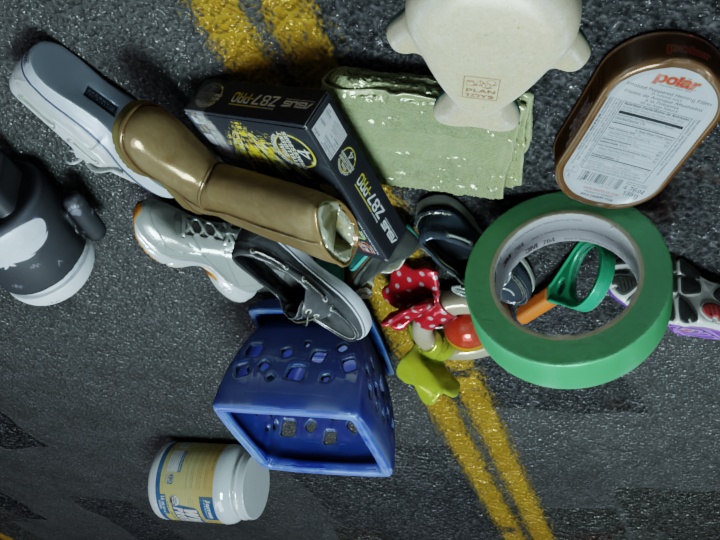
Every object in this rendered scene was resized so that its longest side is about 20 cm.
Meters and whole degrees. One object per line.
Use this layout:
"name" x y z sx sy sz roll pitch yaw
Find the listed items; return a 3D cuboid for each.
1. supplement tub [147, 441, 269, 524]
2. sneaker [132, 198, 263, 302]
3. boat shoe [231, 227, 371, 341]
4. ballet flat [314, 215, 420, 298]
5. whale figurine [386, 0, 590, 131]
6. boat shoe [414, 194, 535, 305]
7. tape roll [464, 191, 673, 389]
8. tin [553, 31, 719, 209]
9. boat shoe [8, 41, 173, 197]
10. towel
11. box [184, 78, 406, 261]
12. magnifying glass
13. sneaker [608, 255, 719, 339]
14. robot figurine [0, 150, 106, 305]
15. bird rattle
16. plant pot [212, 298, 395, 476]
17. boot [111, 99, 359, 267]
"supplement tub" -0.286 0.402 1.611 0.196 0.147 0.145 -2 145 19
"sneaker" -0.172 -0.038 0.996 0.091 0.077 0.199 -25 141 32
"boat shoe" -0.067 0.025 0.946 0.069 0.067 0.200 -13 129 43
"ballet flat" 0.000 0.000 0.998 0.068 0.069 0.199 19 147 -29
"whale figurine" 0.100 -0.189 0.658 0.156 0.105 0.201 7 156 7
"boat shoe" 0.131 -0.007 0.949 0.074 0.063 0.200 -17 138 33
"tape roll" 0.203 0.015 0.833 0.197 0.203 0.048 -2 145 18
"tin" 0.247 -0.126 0.762 0.110 0.042 0.201 10 147 -6
"boat shoe" -0.269 -0.136 0.862 0.085 0.076 0.201 -21 133 39
"towel" 0.063 -0.130 0.809 0.196 0.037 0.149 6 148 6
"box" -0.060 -0.098 0.838 0.159 0.049 0.201 18 155 36
"magnifying glass" 0.230 0.022 0.966 0.022 0.081 0.200 14 157 -13
"sneaker" 0.355 0.044 0.951 0.197 0.082 0.083 20 152 -14
"robot figurine" -0.394 -0.047 0.991 0.149 0.126 0.201 22 154 29
"bird rattle" 0.109 0.062 1.065 0.160 0.114 0.202 -6 132 4
"plant pot" -0.057 0.150 1.133 0.196 0.182 0.201 -1 146 16
"boot" -0.112 -0.083 0.796 0.198 0.067 0.175 21 169 29
